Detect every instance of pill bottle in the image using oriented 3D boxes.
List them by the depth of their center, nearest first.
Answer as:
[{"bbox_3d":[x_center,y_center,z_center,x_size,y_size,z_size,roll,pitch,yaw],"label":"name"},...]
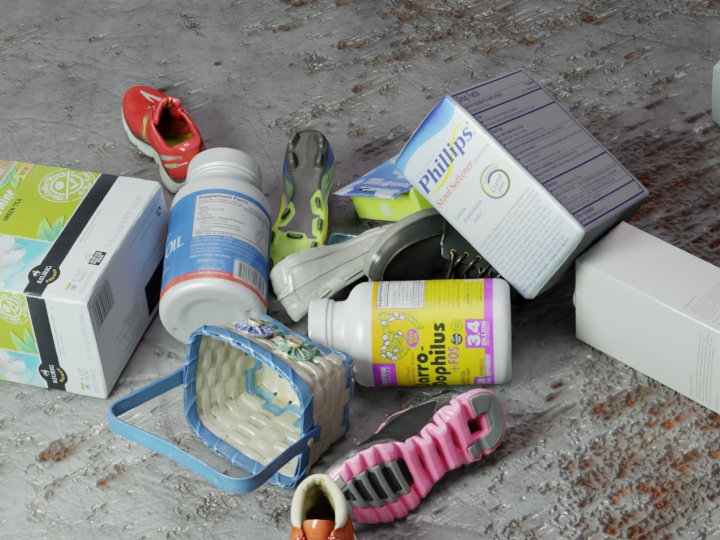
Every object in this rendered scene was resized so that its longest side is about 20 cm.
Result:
[{"bbox_3d":[0.050,0.062,1.730,0.198,0.105,0.105,-2,40,5],"label":"pill bottle"},{"bbox_3d":[-0.148,-0.027,1.829,0.111,0.113,0.201,-2,50,4],"label":"pill bottle"}]

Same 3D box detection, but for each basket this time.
[{"bbox_3d":[-0.114,0.129,1.643,0.175,0.140,0.200,23,39,29],"label":"basket"}]

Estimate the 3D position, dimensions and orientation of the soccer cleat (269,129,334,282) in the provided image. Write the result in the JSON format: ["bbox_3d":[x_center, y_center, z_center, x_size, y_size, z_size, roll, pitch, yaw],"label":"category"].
[{"bbox_3d":[-0.060,-0.058,1.916,0.064,0.084,0.202,2,61,10],"label":"soccer cleat"}]

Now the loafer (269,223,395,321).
[{"bbox_3d":[0.000,0.000,1.823,0.198,0.070,0.070,-19,81,-24],"label":"loafer"}]

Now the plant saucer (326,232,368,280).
[{"bbox_3d":[0.055,-0.002,1.872,0.198,0.019,0.070,7,42,15],"label":"plant saucer"}]

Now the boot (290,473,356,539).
[{"bbox_3d":[-0.039,0.271,1.496,0.074,0.108,0.201,-2,42,2],"label":"boot"}]

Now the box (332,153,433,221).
[{"bbox_3d":[0.080,-0.109,1.936,0.199,0.048,0.121,-33,22,-30],"label":"box"}]

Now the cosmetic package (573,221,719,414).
[{"bbox_3d":[0.311,0.048,1.715,0.199,0.108,0.085,31,52,34],"label":"cosmetic package"}]

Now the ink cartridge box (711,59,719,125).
[{"bbox_3d":[0.512,-0.179,1.976,0.145,0.084,0.200,-22,44,-18],"label":"ink cartridge box"}]

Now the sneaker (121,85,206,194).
[{"bbox_3d":[-0.225,-0.174,2.053,0.076,0.086,0.200,-22,43,-20],"label":"sneaker"}]

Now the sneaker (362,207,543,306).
[{"bbox_3d":[0.104,-0.007,1.780,0.199,0.075,0.106,-15,50,-35],"label":"sneaker"}]

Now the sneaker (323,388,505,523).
[{"bbox_3d":[0.038,0.169,1.646,0.199,0.080,0.095,-26,22,-23],"label":"sneaker"}]

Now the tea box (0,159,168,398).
[{"bbox_3d":[-0.321,0.005,1.817,0.195,0.135,0.201,7,42,16],"label":"tea box"}]

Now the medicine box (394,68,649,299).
[{"bbox_3d":[0.167,-0.093,1.782,0.200,0.103,0.182,45,31,12],"label":"medicine box"}]
